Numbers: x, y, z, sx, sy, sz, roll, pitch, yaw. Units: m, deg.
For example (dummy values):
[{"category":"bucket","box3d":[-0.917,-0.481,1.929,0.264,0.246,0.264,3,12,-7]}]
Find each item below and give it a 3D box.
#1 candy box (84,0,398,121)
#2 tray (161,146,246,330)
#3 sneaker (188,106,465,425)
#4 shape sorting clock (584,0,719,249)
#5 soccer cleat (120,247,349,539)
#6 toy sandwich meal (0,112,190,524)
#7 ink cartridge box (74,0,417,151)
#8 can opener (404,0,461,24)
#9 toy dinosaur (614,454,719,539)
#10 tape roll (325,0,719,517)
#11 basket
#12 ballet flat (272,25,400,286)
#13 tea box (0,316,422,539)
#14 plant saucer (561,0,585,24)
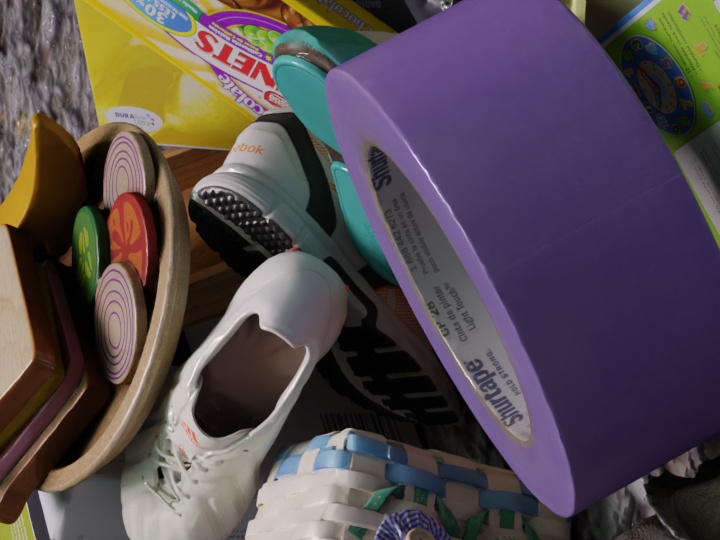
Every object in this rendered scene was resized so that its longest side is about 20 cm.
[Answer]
[{"category":"candy box","box3d":[-0.046,-0.114,1.263,0.026,0.200,0.102,-55,0,-33]},{"category":"tray","box3d":[-0.057,-0.031,1.354,0.037,0.199,0.099,66,-176,-48]},{"category":"sneaker","box3d":[0.000,0.000,1.272,0.074,0.200,0.080,-3,47,40]},{"category":"shape sorting clock","box3d":[0.149,-0.045,0.962,0.200,0.039,0.200,43,148,36]},{"category":"soccer cleat","box3d":[-0.070,0.073,1.217,0.200,0.069,0.078,-59,-1,33]},{"category":"toy sandwich meal","box3d":[-0.157,0.018,1.264,0.205,0.070,0.206,-29,54,50]},{"category":"ink cartridge box","box3d":[-0.055,-0.152,1.297,0.047,0.197,0.201,-55,-37,-47]},{"category":"can opener","box3d":[0.020,-0.178,1.177,0.079,0.063,0.200,43,168,51]},{"category":"toy dinosaur","box3d":[0.122,0.155,1.034,0.102,0.077,0.201,-179,94,-75]},{"category":"tape roll","box3d":[0.069,-0.009,1.024,0.200,0.085,0.200,61,172,15]},{"category":"basket","box3d":[0.011,0.180,1.177,0.139,0.176,0.201,-15,63,64]},{"category":"ballet flat","box3d":[0.012,-0.067,1.158,0.067,0.070,0.200,32,164,27]},{"category":"tea box","box3d":[-0.094,0.131,1.412,0.134,0.199,0.197,-110,30,-43]},{"category":"plant saucer","box3d":[0.125,-0.177,1.059,0.200,0.048,0.201,6,93,56]}]
